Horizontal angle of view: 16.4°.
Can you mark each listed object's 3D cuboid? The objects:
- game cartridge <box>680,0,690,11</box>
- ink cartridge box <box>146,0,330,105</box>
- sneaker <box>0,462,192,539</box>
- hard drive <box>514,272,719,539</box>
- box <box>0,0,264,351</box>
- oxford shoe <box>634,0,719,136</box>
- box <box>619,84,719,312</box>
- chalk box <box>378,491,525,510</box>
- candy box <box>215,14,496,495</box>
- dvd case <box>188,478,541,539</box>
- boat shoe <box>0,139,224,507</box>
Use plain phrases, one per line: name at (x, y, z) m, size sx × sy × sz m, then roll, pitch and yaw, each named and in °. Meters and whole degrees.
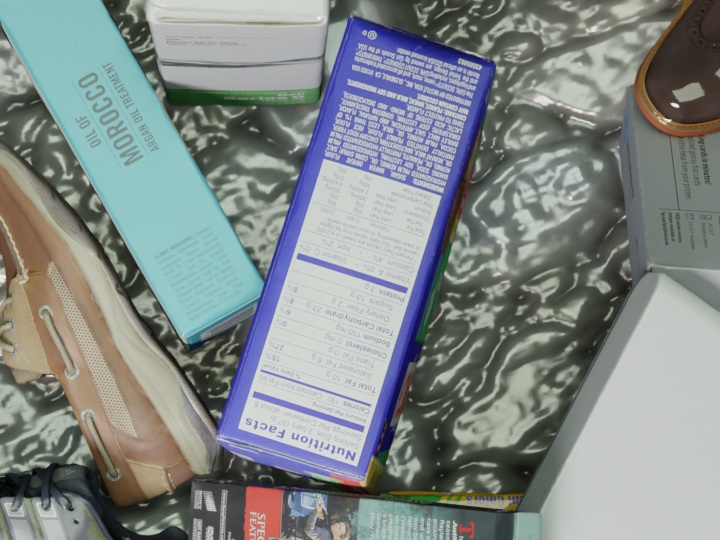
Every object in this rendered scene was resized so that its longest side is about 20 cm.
game cartridge at (0.264, -0.204, 1.269) m, size 0.176 × 0.032 × 0.201 m, roll 10°, pitch 85°, yaw 0°
ink cartridge box at (-0.055, -0.164, 1.172) m, size 0.084 × 0.200 × 0.146 m, roll 1°, pitch 85°, yaw -2°
sneaker at (-0.167, 0.119, 1.182) m, size 0.200 × 0.074 × 0.081 m, roll 28°, pitch 101°, yaw -23°
hard drive at (0.178, 0.109, 1.134) m, size 0.200 × 0.026 × 0.132 m, roll 33°, pitch 77°, yaw -18°
box at (-0.114, -0.060, 1.221) m, size 0.049 × 0.082 × 0.200 m, roll -30°, pitch 86°, yaw -5°
oxford shoe at (0.215, -0.140, 1.205) m, size 0.200 × 0.073 × 0.071 m, roll -38°, pitch 77°, yaw -9°
box at (0.228, -0.025, 1.197) m, size 0.199 × 0.156 × 0.041 m, roll 6°, pitch 126°, yaw -1°
chalk box at (0.067, 0.205, 1.178) m, size 0.123 × 0.124 × 0.201 m, roll 1°, pitch 83°, yaw -2°
candy box at (0.000, 0.000, 1.173) m, size 0.077 × 0.169 × 0.200 m, roll 18°, pitch 85°, yaw 3°
dvd case at (-0.006, 0.172, 1.119) m, size 0.200 × 0.022 × 0.146 m, roll 0°, pitch 86°, yaw 44°
boat shoe at (-0.144, 0.026, 1.217) m, size 0.072 × 0.076 × 0.200 m, roll -34°, pitch 84°, yaw -2°
